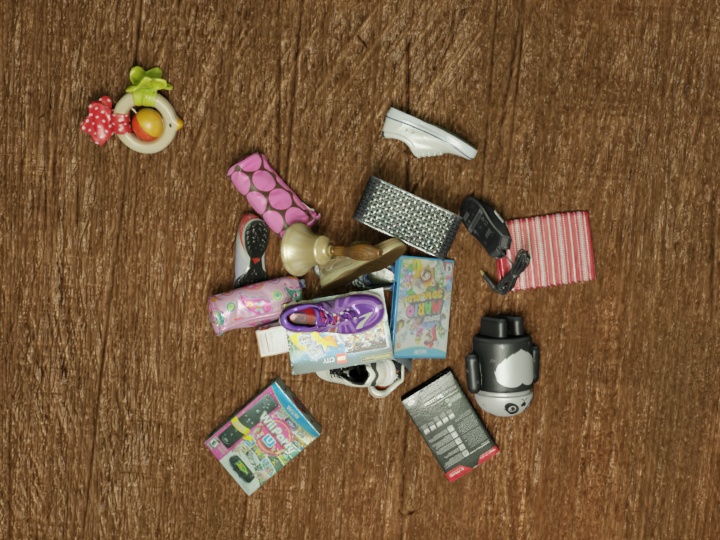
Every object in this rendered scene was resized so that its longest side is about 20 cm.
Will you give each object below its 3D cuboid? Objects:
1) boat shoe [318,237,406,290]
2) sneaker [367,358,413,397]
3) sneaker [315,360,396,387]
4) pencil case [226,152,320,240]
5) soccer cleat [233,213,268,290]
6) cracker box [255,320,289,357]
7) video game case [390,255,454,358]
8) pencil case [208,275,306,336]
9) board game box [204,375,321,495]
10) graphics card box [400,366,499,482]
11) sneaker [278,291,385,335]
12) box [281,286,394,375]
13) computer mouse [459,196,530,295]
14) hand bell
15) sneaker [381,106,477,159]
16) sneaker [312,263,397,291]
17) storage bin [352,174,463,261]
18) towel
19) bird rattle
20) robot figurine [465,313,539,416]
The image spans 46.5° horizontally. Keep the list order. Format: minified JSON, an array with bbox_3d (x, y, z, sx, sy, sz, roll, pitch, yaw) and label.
[{"bbox_3d":[-0.004,-0.026,1.619,0.198,0.071,0.065,-25,69,27],"label":"boat shoe"},{"bbox_3d":[0.077,0.172,1.712,0.078,0.079,0.202,25,94,0],"label":"sneaker"},{"bbox_3d":[-0.026,0.195,1.678,0.198,0.079,0.075,-3,88,42],"label":"sneaker"},{"bbox_3d":[-0.175,-0.149,1.690,0.094,0.091,0.200,-42,90,-1],"label":"pencil case"},{"bbox_3d":[-0.230,-0.019,1.720,0.067,0.073,0.203,-2,113,-26],"label":"soccer cleat"},{"bbox_3d":[-0.102,0.120,1.685,0.197,0.134,0.059,-11,94,3],"label":"cracker box"},{"bbox_3d":[0.123,0.075,1.686,0.142,0.018,0.203,4,91,-35],"label":"video game case"},{"bbox_3d":[-0.205,0.070,1.682,0.197,0.087,0.089,-13,95,-15],"label":"pencil case"},{"bbox_3d":[-0.202,0.342,1.743,0.200,0.064,0.148,-41,93,4],"label":"board game box"},{"bbox_3d":[0.184,0.318,1.733,0.125,0.051,0.201,-32,94,5],"label":"graphics card box"},{"bbox_3d":[-0.052,0.088,1.534,0.197,0.083,0.082,-9,92,2],"label":"sneaker"},{"bbox_3d":[-0.043,0.115,1.595,0.197,0.038,0.139,-9,93,3],"label":"box"},{"bbox_3d":[0.266,-0.050,1.691,0.046,0.141,0.200,-19,56,-32],"label":"computer mouse"},{"bbox_3d":[-0.043,-0.036,1.571,0.198,0.104,0.106,4,96,37],"label":"hand bell"},{"bbox_3d":[0.136,-0.258,1.684,0.198,0.073,0.072,25,104,9],"label":"sneaker"},{"bbox_3d":[0.000,0.000,1.696,0.197,0.085,0.078,6,95,2],"label":"sneaker"},{"bbox_3d":[0.092,-0.104,1.657,0.198,0.135,0.095,24,95,0],"label":"storage bin"},{"bbox_3d":[0.374,-0.039,1.712,0.197,0.022,0.147,-7,92,1],"label":"towel"},{"bbox_3d":[-0.450,-0.307,1.683,0.200,0.113,0.163,-41,109,7],"label":"bird rattle"},{"bbox_3d":[0.287,0.191,1.681,0.148,0.125,0.203,-1,94,10],"label":"robot figurine"}]
